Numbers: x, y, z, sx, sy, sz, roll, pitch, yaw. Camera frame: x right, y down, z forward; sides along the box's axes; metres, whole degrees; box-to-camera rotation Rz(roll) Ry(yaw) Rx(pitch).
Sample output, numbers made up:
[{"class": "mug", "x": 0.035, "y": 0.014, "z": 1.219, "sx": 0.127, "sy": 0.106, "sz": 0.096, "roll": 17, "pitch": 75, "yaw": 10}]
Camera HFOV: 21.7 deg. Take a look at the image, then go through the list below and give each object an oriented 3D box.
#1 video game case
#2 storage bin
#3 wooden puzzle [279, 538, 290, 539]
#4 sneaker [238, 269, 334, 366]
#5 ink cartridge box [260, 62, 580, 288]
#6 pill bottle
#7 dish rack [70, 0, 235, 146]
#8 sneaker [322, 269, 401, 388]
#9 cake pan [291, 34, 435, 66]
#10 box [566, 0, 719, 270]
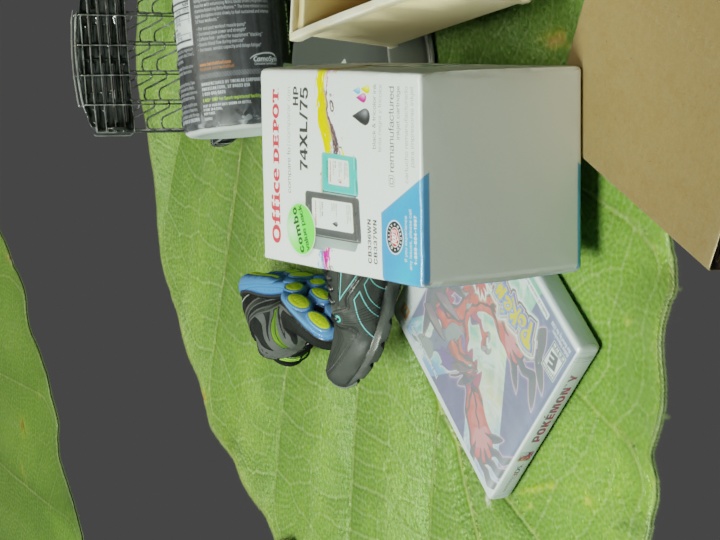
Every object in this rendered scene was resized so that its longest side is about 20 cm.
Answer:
[{"class": "video game case", "x": 0.098, "y": 0.044, "z": 1.456, "sx": 0.200, "sy": 0.023, "sz": 0.183, "roll": 62, "pitch": 144, "yaw": 34}, {"class": "storage bin", "x": 0.037, "y": -0.281, "z": 1.407, "sx": 0.200, "sy": 0.093, "sz": 0.199, "roll": -9, "pitch": 78, "yaw": 60}, {"class": "wooden puzzle", "x": -0.091, "y": 0.374, "z": 1.838, "sx": 0.185, "sy": 0.037, "sz": 0.201, "roll": -34, "pitch": 61, "yaw": 58}, {"class": "sneaker", "x": -0.052, "y": 0.047, "z": 1.686, "sx": 0.199, "sy": 0.071, "sz": 0.083, "roll": -167, "pitch": 69, "yaw": -65}, {"class": "ink cartridge box", "x": 0.041, "y": -0.075, "z": 1.357, "sx": 0.200, "sy": 0.146, "sz": 0.147, "roll": 9, "pitch": 103, "yaw": 54}, {"class": "pill bottle", "x": -0.117, "y": -0.224, "z": 1.715, "sx": 0.106, "sy": 0.106, "sz": 0.201, "roll": -4, "pitch": 90, "yaw": 61}, {"class": "dish rack", "x": -0.188, "y": -0.194, "z": 1.758, "sx": 0.054, "sy": 0.199, "sz": 0.154, "roll": -6, "pitch": 89, "yaw": 50}, {"class": "sneaker", "x": 0.000, "y": 0.000, "z": 1.536, "sx": 0.075, "sy": 0.079, "sz": 0.201, "roll": -93, "pitch": 21, "yaw": -70}, {"class": "cake pan", "x": -0.003, "y": -0.163, "z": 1.590, "sx": 0.200, "sy": 0.037, "sz": 0.201, "roll": 15, "pitch": 107, "yaw": 59}, {"class": "box", "x": 0.202, "y": -0.120, "z": 1.245, "sx": 0.200, "sy": 0.021, "sz": 0.164, "roll": 49, "pitch": 135, "yaw": 46}]
